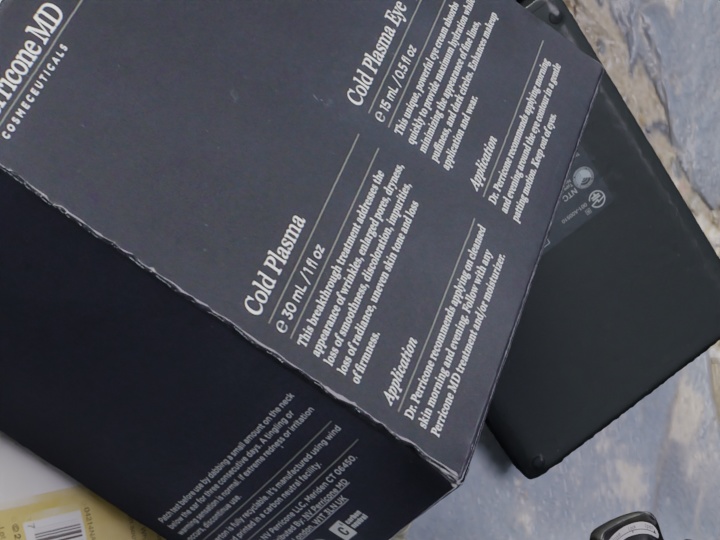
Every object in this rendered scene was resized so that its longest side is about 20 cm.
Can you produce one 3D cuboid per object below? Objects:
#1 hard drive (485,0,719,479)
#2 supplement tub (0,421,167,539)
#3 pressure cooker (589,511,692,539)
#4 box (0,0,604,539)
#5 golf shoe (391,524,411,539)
[{"bbox_3d":[0.083,-0.016,0.993,0.139,0.033,0.200,-36,111,-4],"label":"hard drive"},{"bbox_3d":[-0.103,0.089,0.711,0.199,0.144,0.146,-9,86,-39],"label":"supplement tub"},{"bbox_3d":[0.106,0.207,0.896,0.176,0.199,0.179,45,54,-32],"label":"pressure cooker"},{"bbox_3d":[-0.041,-0.031,0.663,0.182,0.104,0.200,36,45,-12],"label":"box"},{"bbox_3d":[-0.020,0.125,0.853,0.078,0.097,0.201,5,64,-23],"label":"golf shoe"}]
